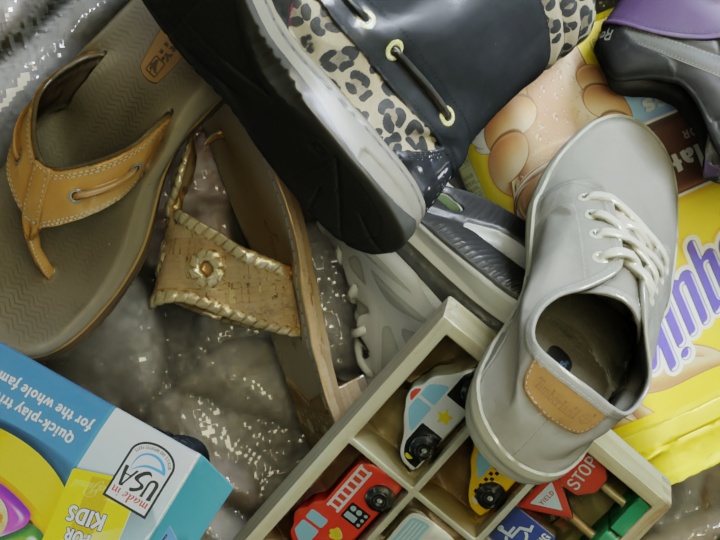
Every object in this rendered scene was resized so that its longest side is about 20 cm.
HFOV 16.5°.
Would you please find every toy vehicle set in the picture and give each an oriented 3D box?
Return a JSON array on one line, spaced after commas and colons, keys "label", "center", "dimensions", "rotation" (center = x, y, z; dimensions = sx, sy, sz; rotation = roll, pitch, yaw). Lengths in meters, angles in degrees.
[{"label": "toy vehicle set", "center": [0.021, 0.124, 1.048], "dimensions": [0.124, 0.027, 0.200], "rotation": [38, 109, -7]}]

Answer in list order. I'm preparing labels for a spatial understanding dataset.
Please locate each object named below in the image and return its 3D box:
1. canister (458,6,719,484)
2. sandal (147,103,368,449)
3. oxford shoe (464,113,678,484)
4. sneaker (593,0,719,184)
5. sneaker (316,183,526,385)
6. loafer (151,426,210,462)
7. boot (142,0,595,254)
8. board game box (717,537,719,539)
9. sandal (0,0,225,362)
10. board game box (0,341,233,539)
[{"label": "canister", "center": [0.131, -0.014, 1.117], "dimensions": [0.148, 0.087, 0.201], "rotation": [-23, 88, -17]}, {"label": "sandal", "center": [-0.056, 0.012, 1.069], "dimensions": [0.069, 0.078, 0.213], "rotation": [-24, 96, -18]}, {"label": "oxford shoe", "center": [0.098, 0.003, 0.996], "dimensions": [0.075, 0.058, 0.201], "rotation": [37, 44, -9]}, {"label": "sneaker", "center": [0.190, -0.058, 1.054], "dimensions": [0.200, 0.076, 0.088], "rotation": [37, 81, 14]}, {"label": "sneaker", "center": [0.000, 0.000, 1.085], "dimensions": [0.200, 0.116, 0.075], "rotation": [41, 32, 23]}, {"label": "loafer", "center": [-0.130, 0.156, 1.045], "dimensions": [0.072, 0.073, 0.201], "rotation": [19, 74, 10]}, {"label": "boot", "center": [-0.002, -0.129, 1.010], "dimensions": [0.154, 0.073, 0.204], "rotation": [-43, 106, -29]}, {"label": "board game box", "center": [0.245, 0.078, 1.126], "dimensions": [0.048, 0.102, 0.200], "rotation": [43, 76, -6]}, {"label": "sandal", "center": [-0.110, -0.055, 1.042], "dimensions": [0.080, 0.054, 0.201], "rotation": [39, 102, 23]}, {"label": "board game box", "center": [-0.168, 0.133, 1.000], "dimensions": [0.150, 0.047, 0.201], "rotation": [26, 77, 24]}]
